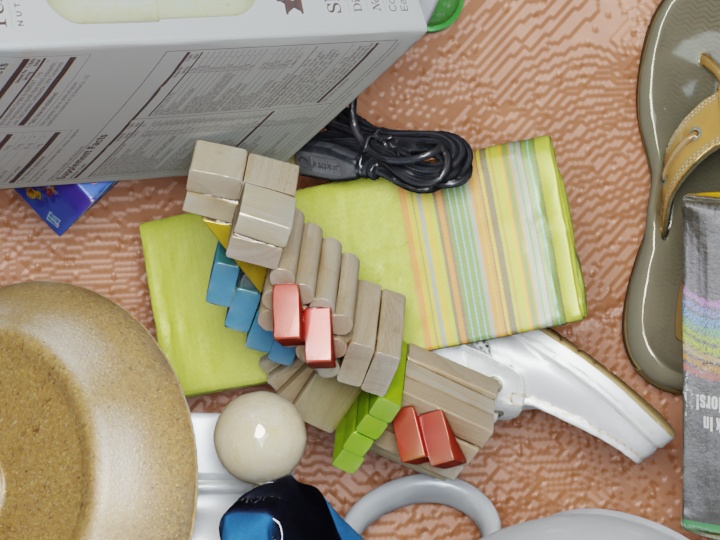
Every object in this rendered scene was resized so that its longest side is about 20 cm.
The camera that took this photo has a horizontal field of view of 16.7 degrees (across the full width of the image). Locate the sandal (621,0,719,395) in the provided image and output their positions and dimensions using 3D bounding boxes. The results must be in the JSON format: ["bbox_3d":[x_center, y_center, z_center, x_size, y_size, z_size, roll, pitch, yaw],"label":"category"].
[{"bbox_3d":[0.169,-0.041,1.170,0.080,0.054,0.201,9,85,-6],"label":"sandal"}]

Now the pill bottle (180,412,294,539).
[{"bbox_3d":[-0.077,0.165,1.098,0.113,0.113,0.201,1,85,-7],"label":"pill bottle"}]

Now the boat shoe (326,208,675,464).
[{"bbox_3d":[0.050,0.043,1.145,0.199,0.071,0.070,31,89,8],"label":"boat shoe"}]

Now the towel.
[{"bbox_3d":[0.000,0.000,1.115,0.199,0.018,0.087,-12,80,13],"label":"towel"}]

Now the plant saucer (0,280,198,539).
[{"bbox_3d":[-0.162,0.099,1.072,0.199,0.035,0.201,-8,73,29],"label":"plant saucer"}]

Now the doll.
[{"bbox_3d":[-0.030,0.150,1.026,0.048,0.136,0.201,-7,88,26],"label":"doll"}]

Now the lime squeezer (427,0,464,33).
[{"bbox_3d":[0.044,-0.138,1.159,0.038,0.071,0.200,36,113,-19],"label":"lime squeezer"}]

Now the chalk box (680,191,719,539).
[{"bbox_3d":[0.229,0.065,1.110,0.123,0.124,0.201,-6,97,-38],"label":"chalk box"}]

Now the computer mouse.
[{"bbox_3d":[0.016,-0.136,1.112,0.044,0.109,0.201,12,86,-49],"label":"computer mouse"}]

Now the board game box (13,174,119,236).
[{"bbox_3d":[-0.155,-0.134,1.113,0.200,0.045,0.134,47,56,-3],"label":"board game box"}]

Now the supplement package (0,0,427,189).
[{"bbox_3d":[-0.106,-0.132,1.019,0.199,0.151,0.153,-6,73,-30],"label":"supplement package"}]

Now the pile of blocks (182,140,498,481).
[{"bbox_3d":[-0.020,0.035,1.060,0.082,0.062,0.200,-31,118,24],"label":"pile of blocks"}]

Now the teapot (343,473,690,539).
[{"bbox_3d":[0.107,0.177,1.106,0.200,0.197,0.146,53,44,-21],"label":"teapot"}]
